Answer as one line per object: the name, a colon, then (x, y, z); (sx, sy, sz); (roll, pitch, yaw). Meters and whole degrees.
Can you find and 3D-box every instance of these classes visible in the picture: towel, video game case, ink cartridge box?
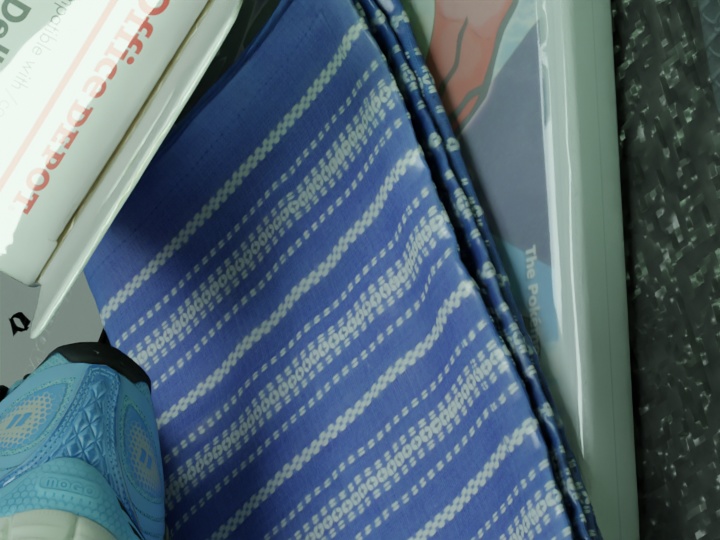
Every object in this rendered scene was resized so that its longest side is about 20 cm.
towel: (-0.014, 0.031, 0.758); (0.145, 0.024, 0.200); (-45, 51, 34)
video game case: (0.000, 0.000, 0.783); (0.182, 0.023, 0.200); (-19, 66, 45)
ink cartridge box: (-0.087, -0.076, 0.799); (0.117, 0.067, 0.200); (-56, 16, 18)

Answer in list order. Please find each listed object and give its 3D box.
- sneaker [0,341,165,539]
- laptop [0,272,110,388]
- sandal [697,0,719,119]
sneaker: (-0.086, 0.078, 0.801); (0.200, 0.078, 0.090); (131, 154, -64)
laptop: (-0.164, 0.039, 0.973); (0.200, 0.116, 0.188); (-122, 53, -75)
sandal: (0.106, -0.115, 0.684); (0.076, 0.043, 0.201); (-15, 77, 55)
